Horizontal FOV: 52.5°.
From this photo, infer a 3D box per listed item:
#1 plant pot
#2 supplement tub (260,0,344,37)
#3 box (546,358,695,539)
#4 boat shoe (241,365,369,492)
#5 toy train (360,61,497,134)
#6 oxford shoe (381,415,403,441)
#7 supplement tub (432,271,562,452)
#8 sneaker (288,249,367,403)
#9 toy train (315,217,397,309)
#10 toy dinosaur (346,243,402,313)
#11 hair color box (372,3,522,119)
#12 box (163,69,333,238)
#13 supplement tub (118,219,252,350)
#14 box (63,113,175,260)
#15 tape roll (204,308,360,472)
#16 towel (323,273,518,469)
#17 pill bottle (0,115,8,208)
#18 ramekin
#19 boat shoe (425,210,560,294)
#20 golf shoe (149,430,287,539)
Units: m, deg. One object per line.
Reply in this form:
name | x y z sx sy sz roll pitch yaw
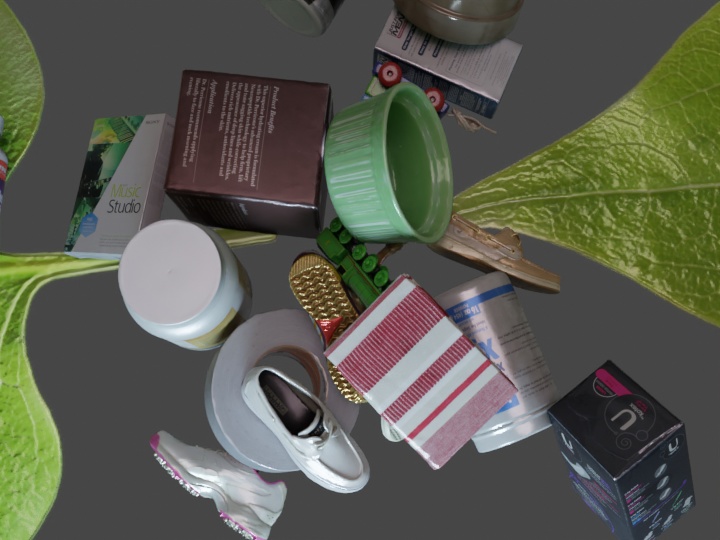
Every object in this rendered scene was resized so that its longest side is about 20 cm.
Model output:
plant pot | 0.152 -0.447 1.007 0.195 0.175 0.203 6 54 -8
supplement tub | -0.056 -0.458 1.069 0.121 0.123 0.202 30 79 5
box | 0.319 0.229 0.886 0.105 0.201 0.122 -35 42 -7
boat shoe | -0.060 0.189 0.879 0.072 0.066 0.201 -42 92 -26
toy train | 0.084 -0.199 1.047 0.198 0.085 0.117 31 94 1
oxford shoe | 0.048 0.126 0.992 0.074 0.057 0.205 5 85 -45
supplement tub | 0.171 0.117 0.954 0.130 0.132 0.203 -22 79 -5
sneaker | -0.025 0.066 0.923 0.074 0.090 0.203 -22 99 4
toy train | 0.000 0.000 0.951 0.056 0.042 0.201 -46 45 8
toy dinosaur | -0.002 0.035 0.977 0.058 0.100 0.204 31 69 -35
hair color box | 0.126 -0.314 1.073 0.197 0.061 0.101 25 77 4
box | -0.141 -0.150 0.986 0.195 0.164 0.170 7 78 1
supplement tub | -0.219 0.021 0.934 0.141 0.200 0.148 0 78 0
box | -0.331 -0.115 1.013 0.142 0.036 0.204 2 76 29
tape roll | -0.100 0.155 0.947 0.196 0.066 0.205 5 74 -19
towel | 0.072 0.121 0.874 0.144 0.023 0.200 -44 94 9
pill bottle | -0.549 -0.121 1.004 0.109 0.112 0.205 4 79 0
ramekin | 0.037 -0.130 0.941 0.096 0.199 0.205 -7 77 30
boat shoe | 0.191 -0.029 1.011 0.197 0.074 0.070 23 84 4
golf shoe | -0.184 0.264 0.959 0.199 0.075 0.092 38 70 0
